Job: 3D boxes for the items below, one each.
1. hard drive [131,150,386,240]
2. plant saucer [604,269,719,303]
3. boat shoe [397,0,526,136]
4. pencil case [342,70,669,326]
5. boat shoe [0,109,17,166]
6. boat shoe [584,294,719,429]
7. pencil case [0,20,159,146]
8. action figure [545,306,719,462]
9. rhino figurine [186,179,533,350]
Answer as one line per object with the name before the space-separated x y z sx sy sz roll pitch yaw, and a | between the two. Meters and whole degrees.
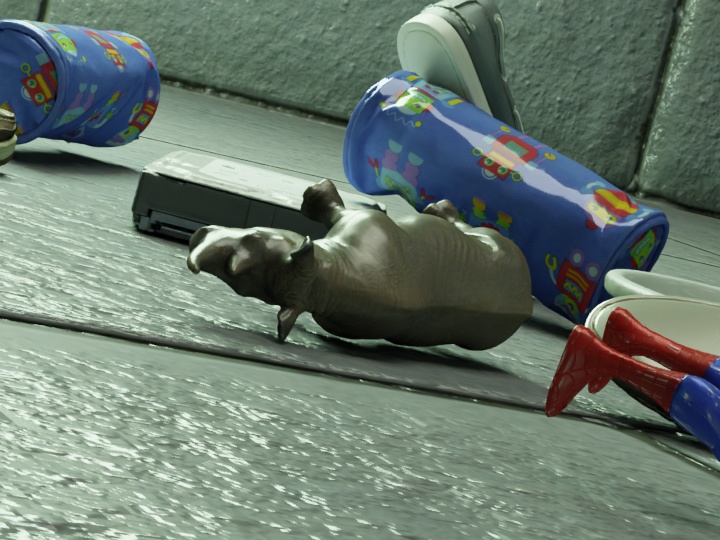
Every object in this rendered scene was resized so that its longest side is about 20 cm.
hard drive | -0.054 -0.033 1.253 0.139 0.038 0.200 15 7 0
plant saucer | 0.214 0.049 1.084 0.199 0.050 0.200 14 6 -1
boat shoe | 0.085 -0.079 1.339 0.073 0.201 0.062 10 41 46
pencil case | 0.083 -0.039 1.251 0.200 0.087 0.078 33 55 25
boat shoe | -0.259 -0.103 1.202 0.075 0.075 0.202 18 7 30
boat shoe | 0.192 0.063 0.941 0.199 0.057 0.067 13 41 16
pencil case | -0.201 -0.122 1.452 0.078 0.087 0.200 49 13 7
action figure | 0.162 0.073 0.738 0.199 0.052 0.065 23 14 24
rhino figurine | 0.000 0.000 0.958 0.200 0.060 0.087 4 23 -47
